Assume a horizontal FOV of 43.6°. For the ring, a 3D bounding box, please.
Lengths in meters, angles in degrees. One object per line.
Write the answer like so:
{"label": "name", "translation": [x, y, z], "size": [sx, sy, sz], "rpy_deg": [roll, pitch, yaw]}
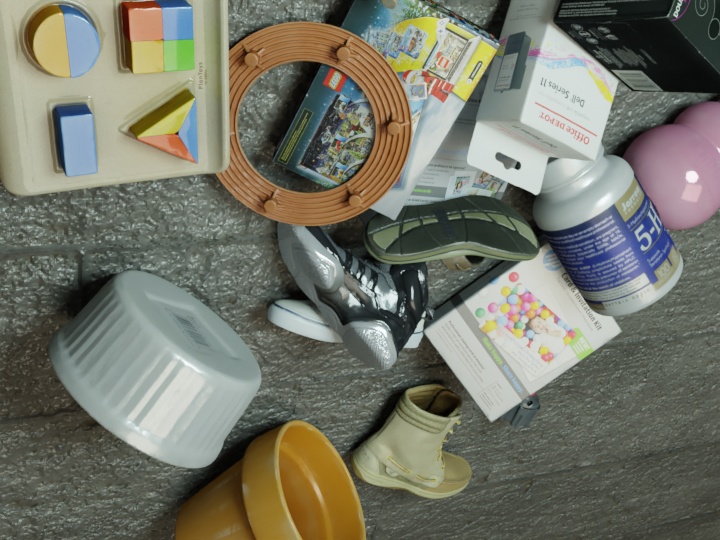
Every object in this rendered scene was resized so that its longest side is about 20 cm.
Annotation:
{"label": "ring", "translation": [-0.051, -0.129, 0.838], "size": [0.200, 0.019, 0.201], "rpy_deg": [1, 118, 1]}

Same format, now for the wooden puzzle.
{"label": "wooden puzzle", "translation": [-0.208, -0.153, 0.757], "size": [0.200, 0.046, 0.186], "rpy_deg": [-8, 122, -20]}

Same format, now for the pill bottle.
{"label": "pill bottle", "translation": [0.264, -0.059, 1.006], "size": [0.120, 0.120, 0.200], "rpy_deg": [-35, 110, 4]}

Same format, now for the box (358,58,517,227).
{"label": "box", "translation": [0.097, -0.130, 0.951], "size": [0.156, 0.041, 0.200], "rpy_deg": [1, 127, -27]}

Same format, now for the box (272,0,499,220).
{"label": "box", "translation": [0.021, -0.162, 0.851], "size": [0.136, 0.038, 0.200], "rpy_deg": [25, 116, -12]}

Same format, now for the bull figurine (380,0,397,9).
{"label": "bull figurine", "translation": [0.038, -0.300, 0.746], "size": [0.200, 0.065, 0.122], "rpy_deg": [44, 58, -35]}

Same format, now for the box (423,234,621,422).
{"label": "box", "translation": [0.198, 0.070, 1.115], "size": [0.200, 0.041, 0.156], "rpy_deg": [-35, 106, 3]}

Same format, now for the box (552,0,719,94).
{"label": "box", "translation": [0.292, -0.281, 0.812], "size": [0.148, 0.124, 0.200], "rpy_deg": [24, 85, -40]}

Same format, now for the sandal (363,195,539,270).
{"label": "sandal", "translation": [0.095, -0.034, 0.960], "size": [0.200, 0.080, 0.057], "rpy_deg": [-2, 145, -17]}

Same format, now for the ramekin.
{"label": "ramekin", "translation": [-0.193, 0.089, 0.885], "size": [0.200, 0.200, 0.098], "rpy_deg": [33, 100, -41]}

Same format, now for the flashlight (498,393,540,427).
{"label": "flashlight", "translation": [0.252, 0.129, 1.226], "size": [0.068, 0.068, 0.200], "rpy_deg": [8, 122, -26]}

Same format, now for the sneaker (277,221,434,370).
{"label": "sneaker", "translation": [0.000, 0.000, 0.970], "size": [0.114, 0.075, 0.200], "rpy_deg": [-40, 102, -26]}

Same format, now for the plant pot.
{"label": "plant pot", "translation": [-0.122, 0.313, 1.122], "size": [0.183, 0.200, 0.200], "rpy_deg": [-26, 136, 18]}

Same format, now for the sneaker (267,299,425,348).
{"label": "sneaker", "translation": [-0.012, 0.042, 1.031], "size": [0.200, 0.073, 0.071], "rpy_deg": [7, 101, -33]}

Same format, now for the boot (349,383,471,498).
{"label": "boot", "translation": [0.103, 0.233, 1.233], "size": [0.200, 0.073, 0.156], "rpy_deg": [18, 120, -30]}

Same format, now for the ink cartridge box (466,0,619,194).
{"label": "ink cartridge box", "translation": [0.187, -0.181, 0.875], "size": [0.117, 0.067, 0.200], "rpy_deg": [17, 89, -36]}

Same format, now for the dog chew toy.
{"label": "dog chew toy", "translation": [0.402, -0.137, 1.047], "size": [0.200, 0.125, 0.125], "rpy_deg": [-37, 134, -5]}
